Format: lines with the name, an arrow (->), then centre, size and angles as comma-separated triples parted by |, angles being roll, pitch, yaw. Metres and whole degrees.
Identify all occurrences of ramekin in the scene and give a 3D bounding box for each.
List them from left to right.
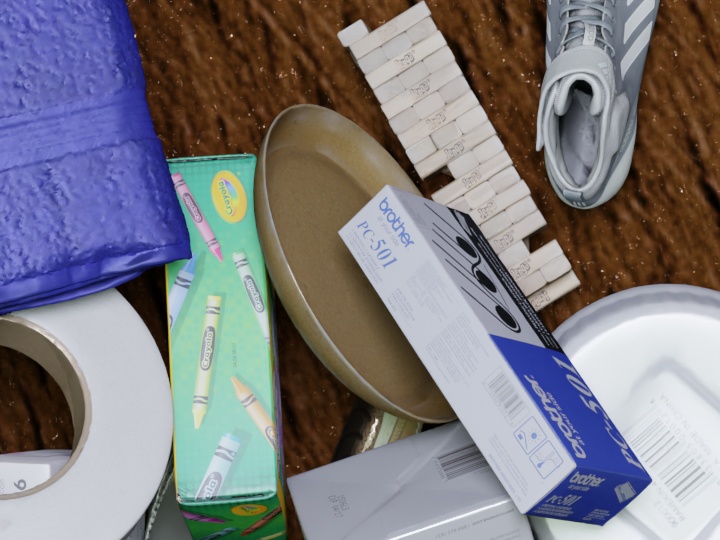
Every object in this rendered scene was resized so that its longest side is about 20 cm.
ramekin -> 0.180, 0.108, 1.432 | 0.199, 0.098, 0.202 | 0, 89, 5

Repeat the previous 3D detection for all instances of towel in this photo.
towel -> -0.185, -0.080, 1.335 | 0.147, 0.050, 0.202 | -14, 85, -18

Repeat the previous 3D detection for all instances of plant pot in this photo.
plant pot -> 0.000, 0.000, 1.411 | 0.027, 0.200, 0.201 | -30, 86, 27

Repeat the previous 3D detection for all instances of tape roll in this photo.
tape roll -> -0.200, 0.079, 1.327 | 0.201, 0.037, 0.204 | 8, 64, -16

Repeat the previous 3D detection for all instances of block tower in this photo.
block tower -> 0.060, -0.066, 1.469 | 0.058, 0.054, 0.201 | -31, 87, 3

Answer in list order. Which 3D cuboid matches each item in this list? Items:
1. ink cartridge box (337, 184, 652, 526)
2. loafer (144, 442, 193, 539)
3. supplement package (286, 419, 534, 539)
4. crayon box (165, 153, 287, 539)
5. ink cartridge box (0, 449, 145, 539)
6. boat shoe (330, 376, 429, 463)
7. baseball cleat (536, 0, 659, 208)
ink cartridge box -> 0.074, 0.047, 1.359 | 0.044, 0.094, 0.201 | -43, 62, 19
loafer -> -0.100, 0.192, 1.469 | 0.069, 0.070, 0.202 | 3, 89, 5
supplement package -> 0.048, 0.207, 1.392 | 0.119, 0.121, 0.201 | -18, 111, -4
crayon box -> -0.077, 0.048, 1.420 | 0.058, 0.119, 0.202 | -4, 72, 0
ink cartridge box -> -0.185, 0.164, 1.409 | 0.067, 0.200, 0.118 | 0, 89, 15
boat shoe -> 0.011, 0.153, 1.468 | 0.076, 0.072, 0.201 | 19, 100, -7
baseball cleat -> 0.138, -0.138, 1.437 | 0.069, 0.106, 0.202 | -1, 87, 10
